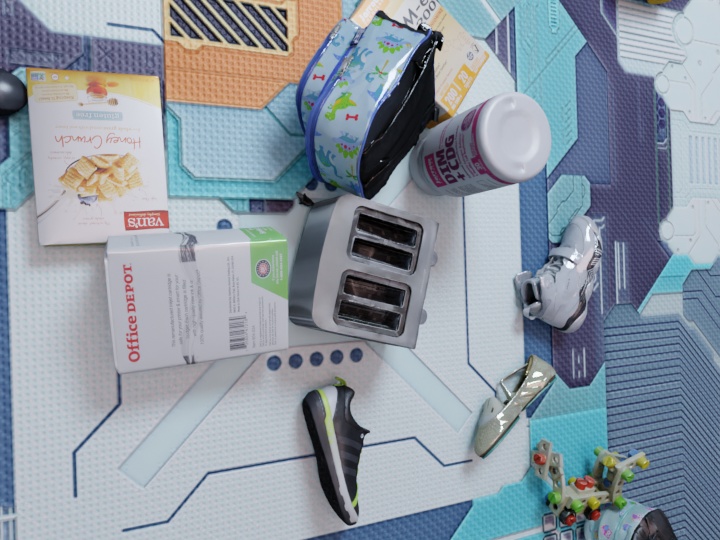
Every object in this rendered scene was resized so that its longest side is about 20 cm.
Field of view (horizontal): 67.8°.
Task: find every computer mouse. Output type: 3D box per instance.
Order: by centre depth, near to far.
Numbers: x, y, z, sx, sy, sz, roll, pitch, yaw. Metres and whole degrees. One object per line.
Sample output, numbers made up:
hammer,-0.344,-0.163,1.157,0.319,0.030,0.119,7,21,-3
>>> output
computer mouse,-0.470,-0.200,0.571,0.199,0.034,0.059,-2,92,-21

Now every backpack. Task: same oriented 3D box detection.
backpack,0.003,-0.204,0.696,0.146,0.183,0.201,24,72,15
backpack,0.479,0.499,0.922,0.166,0.126,0.201,-30,100,-32

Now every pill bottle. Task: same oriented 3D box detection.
pill bottle,0.157,-0.165,0.752,0.113,0.200,0.114,1,89,-23

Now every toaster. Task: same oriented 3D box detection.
toaster,0.000,0.000,0.727,0.199,0.119,0.182,15,82,-22

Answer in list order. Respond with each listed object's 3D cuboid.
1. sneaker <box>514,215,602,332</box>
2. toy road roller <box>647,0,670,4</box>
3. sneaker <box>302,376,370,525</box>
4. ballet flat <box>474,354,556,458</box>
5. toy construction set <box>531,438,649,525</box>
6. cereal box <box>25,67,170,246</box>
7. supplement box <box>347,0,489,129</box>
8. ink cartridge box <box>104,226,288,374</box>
sneaker,0.328,-0.003,0.890,0.114,0.075,0.202,13,87,-25
toy road roller,0.502,-0.576,0.968,0.200,0.145,0.124,7,85,-60
sneaker,-0.017,0.249,0.740,0.082,0.072,0.202,-15,95,-24
ballet flat,0.236,0.214,0.866,0.200,0.068,0.062,-39,76,-23
toy construction set,0.375,0.350,0.897,0.199,0.092,0.132,12,109,-15
cereal box,-0.308,-0.131,0.638,0.143,0.039,0.202,-5,91,-23
supplement box,0.077,-0.327,0.789,0.200,0.073,0.127,36,75,-18
ink cartridge box,-0.193,0.029,0.644,0.199,0.084,0.147,-5,107,-23
